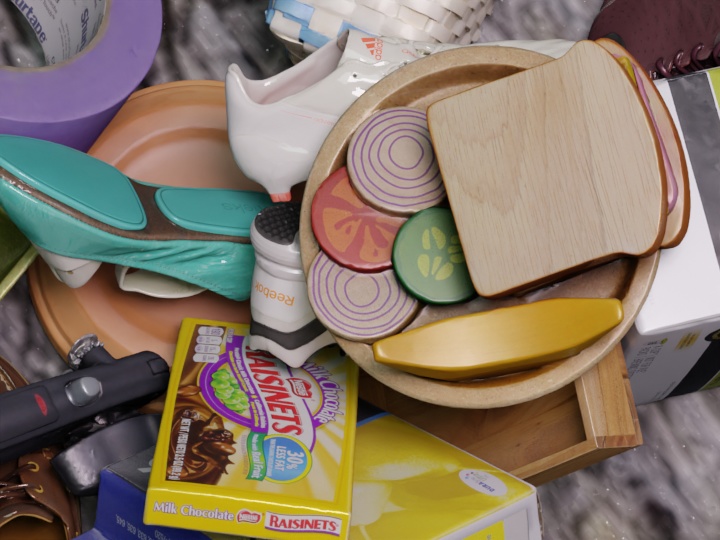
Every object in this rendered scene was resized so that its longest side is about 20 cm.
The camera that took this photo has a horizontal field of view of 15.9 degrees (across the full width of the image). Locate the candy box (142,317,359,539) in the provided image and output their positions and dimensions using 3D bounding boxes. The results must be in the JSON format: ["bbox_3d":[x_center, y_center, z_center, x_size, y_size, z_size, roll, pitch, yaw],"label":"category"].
[{"bbox_3d":[-0.052,0.081,1.338,0.102,0.200,0.027,9,114,-3],"label":"candy box"}]

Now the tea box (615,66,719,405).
[{"bbox_3d":[0.211,-0.022,1.399,0.196,0.200,0.134,-11,76,-7],"label":"tea box"}]

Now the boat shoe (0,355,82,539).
[{"bbox_3d":[-0.186,0.130,1.406,0.072,0.068,0.201,-19,77,-8],"label":"boat shoe"}]

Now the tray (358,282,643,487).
[{"bbox_3d":[0.065,0.072,1.374,0.037,0.200,0.099,0,72,-38],"label":"tray"}]

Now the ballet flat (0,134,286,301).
[{"bbox_3d":[-0.126,-0.018,1.377,0.199,0.071,0.067,12,32,-34],"label":"ballet flat"}]

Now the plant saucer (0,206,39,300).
[{"bbox_3d":[-0.302,0.014,1.427,0.200,0.048,0.200,34,76,18],"label":"plant saucer"}]

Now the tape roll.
[{"bbox_3d":[-0.214,-0.143,1.411,0.199,0.085,0.201,17,52,-24],"label":"tape roll"}]

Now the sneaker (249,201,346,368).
[{"bbox_3d":[0.000,0.000,1.414,0.074,0.200,0.080,23,111,32],"label":"sneaker"}]

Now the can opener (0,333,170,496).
[{"bbox_3d":[-0.176,0.082,1.359,0.200,0.063,0.079,-10,60,-47],"label":"can opener"}]

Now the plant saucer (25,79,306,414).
[{"bbox_3d":[-0.092,-0.016,1.466,0.199,0.037,0.201,1,75,-2],"label":"plant saucer"}]

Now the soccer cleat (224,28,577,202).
[{"bbox_3d":[0.025,-0.095,1.355,0.199,0.069,0.078,-15,112,4],"label":"soccer cleat"}]

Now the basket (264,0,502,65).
[{"bbox_3d":[0.025,-0.200,1.449,0.139,0.176,0.201,26,87,8],"label":"basket"}]

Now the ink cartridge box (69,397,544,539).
[{"bbox_3d":[-0.044,0.132,1.328,0.200,0.197,0.047,-21,118,-31],"label":"ink cartridge box"}]

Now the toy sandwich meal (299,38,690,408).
[{"bbox_3d":[0.063,-0.028,1.271,0.204,0.070,0.206,-2,78,11],"label":"toy sandwich meal"}]

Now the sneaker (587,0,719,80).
[{"bbox_3d":[0.204,-0.112,1.461,0.200,0.076,0.116,24,86,47],"label":"sneaker"}]
